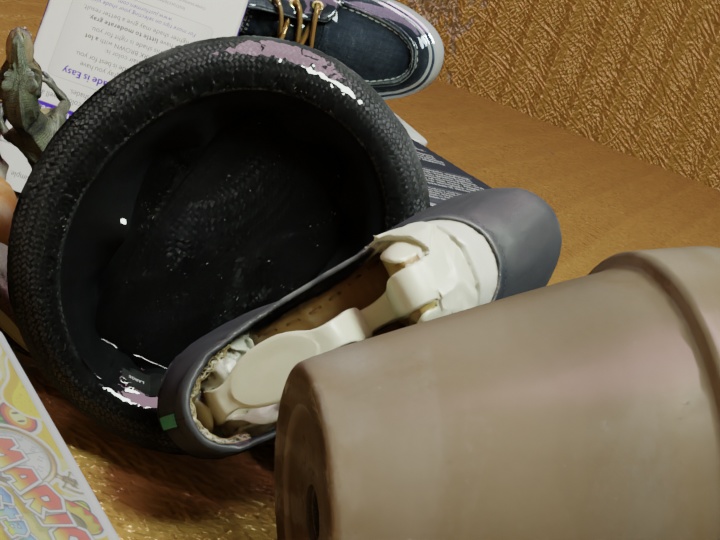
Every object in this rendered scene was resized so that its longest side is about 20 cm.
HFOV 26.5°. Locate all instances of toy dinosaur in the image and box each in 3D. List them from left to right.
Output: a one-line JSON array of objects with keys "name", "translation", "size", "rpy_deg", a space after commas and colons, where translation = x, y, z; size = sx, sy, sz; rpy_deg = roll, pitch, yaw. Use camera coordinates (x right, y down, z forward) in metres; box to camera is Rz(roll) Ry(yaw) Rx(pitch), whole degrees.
[{"name": "toy dinosaur", "translation": [-0.151, -0.057, 0.808], "size": [0.088, 0.047, 0.200], "rpy_deg": [57, -1, 45]}]

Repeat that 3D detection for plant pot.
[{"name": "plant pot", "translation": [0.061, 0.092, 0.595], "size": [0.173, 0.201, 0.200], "rpy_deg": [-2, 19, -14]}]

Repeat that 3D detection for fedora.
[{"name": "fedora", "translation": [-0.068, -0.015, 0.729], "size": [0.200, 0.201, 0.092], "rpy_deg": [17, 5, -12]}]

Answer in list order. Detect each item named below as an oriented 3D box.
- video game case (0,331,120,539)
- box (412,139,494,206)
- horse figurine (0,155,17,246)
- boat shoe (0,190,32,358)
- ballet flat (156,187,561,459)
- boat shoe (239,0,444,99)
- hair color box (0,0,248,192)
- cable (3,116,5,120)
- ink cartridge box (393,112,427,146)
[{"name": "video game case", "translation": [-0.176, 0.077, 0.529], "size": [0.182, 0.023, 0.200], "rpy_deg": [8, 29, -41]}, {"name": "box", "translation": [0.000, 0.000, 0.898], "size": [0.104, 0.149, 0.200], "rpy_deg": [10, 16, -33]}, {"name": "horse figurine", "translation": [-0.200, -0.006, 0.682], "size": [0.050, 0.133, 0.200], "rpy_deg": [-19, 7, 32]}, {"name": "boat shoe", "translation": [-0.184, 0.000, 0.791], "size": [0.202, 0.075, 0.075], "rpy_deg": [39, 56, -2]}, {"name": "ballet flat", "translation": [0.003, 0.024, 0.660], "size": [0.199, 0.073, 0.073], "rpy_deg": [-28, 23, -4]}, {"name": "boat shoe", "translation": [-0.049, -0.156, 1.000], "size": [0.199, 0.071, 0.091], "rpy_deg": [17, 14, 13]}, {"name": "hair color box", "translation": [-0.146, -0.085, 0.893], "size": [0.109, 0.201, 0.065], "rpy_deg": [19, -10, -7]}, {"name": "cable", "translation": [-0.315, -0.099, 1.113], "size": [0.097, 0.050, 0.200], "rpy_deg": [39, 28, 5]}, {"name": "ink cartridge box", "translation": [-0.082, -0.068, 1.046], "size": [0.199, 0.145, 0.145], "rpy_deg": [15, 15, -20]}]
